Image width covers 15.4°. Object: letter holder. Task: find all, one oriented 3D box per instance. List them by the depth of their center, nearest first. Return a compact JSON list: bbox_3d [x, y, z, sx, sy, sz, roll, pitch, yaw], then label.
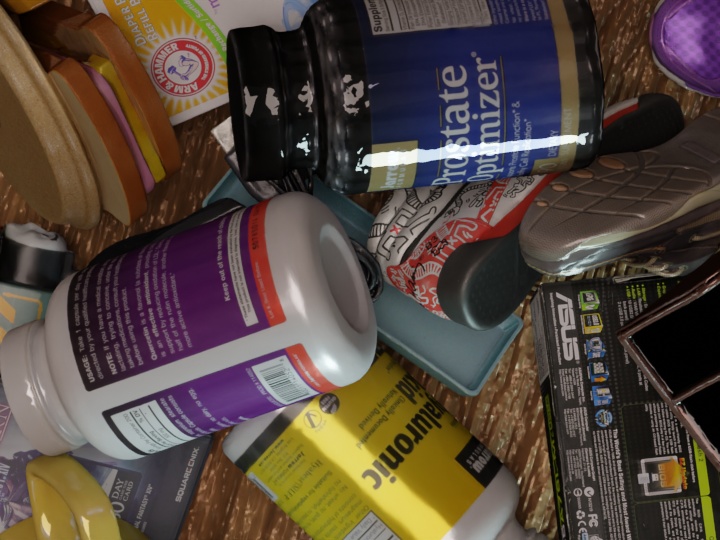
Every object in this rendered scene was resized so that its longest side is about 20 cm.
[{"bbox_3d":[0.264,0.003,1.476,0.200,0.142,0.101,-37,87,-19],"label":"letter holder"}]

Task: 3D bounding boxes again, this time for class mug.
[{"bbox_3d":[-0.160,0.222,1.533,0.149,0.153,0.187,-44,119,-8],"label":"mug"}]

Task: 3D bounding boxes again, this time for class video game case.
[{"bbox_3d":[-0.197,0.140,1.589,0.199,0.019,0.144,17,96,-31],"label":"video game case"}]

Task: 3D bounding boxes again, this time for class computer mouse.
[{"bbox_3d":[-0.098,0.006,1.569,0.199,0.053,0.139,-30,102,31],"label":"computer mouse"}]

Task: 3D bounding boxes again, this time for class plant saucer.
[{"bbox_3d":[0.000,0.000,1.600,0.199,0.019,0.070,35,53,2],"label":"plant saucer"}]

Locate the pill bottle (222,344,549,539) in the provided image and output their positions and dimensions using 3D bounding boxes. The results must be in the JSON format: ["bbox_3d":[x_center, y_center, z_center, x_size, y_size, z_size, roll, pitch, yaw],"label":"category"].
[{"bbox_3d":[0.024,0.132,1.575,0.200,0.111,0.111,43,96,1],"label":"pill bottle"}]

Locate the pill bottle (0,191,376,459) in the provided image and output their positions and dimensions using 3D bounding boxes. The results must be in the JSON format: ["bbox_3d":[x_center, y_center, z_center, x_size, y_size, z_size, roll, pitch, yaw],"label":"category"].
[{"bbox_3d":[-0.098,0.037,1.497,0.199,0.112,0.113,-19,91,16],"label":"pill bottle"}]

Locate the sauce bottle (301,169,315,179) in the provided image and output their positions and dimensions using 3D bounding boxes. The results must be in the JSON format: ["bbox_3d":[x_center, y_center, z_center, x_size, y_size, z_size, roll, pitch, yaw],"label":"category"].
[{"bbox_3d":[0.031,-0.125,1.585,0.199,0.066,0.066,-35,90,8],"label":"sauce bottle"}]

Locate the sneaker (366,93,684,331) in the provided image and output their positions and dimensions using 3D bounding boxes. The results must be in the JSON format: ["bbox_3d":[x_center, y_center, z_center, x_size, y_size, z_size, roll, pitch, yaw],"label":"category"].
[{"bbox_3d":[0.093,-0.051,1.578,0.201,0.108,0.067,-42,130,-23],"label":"sneaker"}]

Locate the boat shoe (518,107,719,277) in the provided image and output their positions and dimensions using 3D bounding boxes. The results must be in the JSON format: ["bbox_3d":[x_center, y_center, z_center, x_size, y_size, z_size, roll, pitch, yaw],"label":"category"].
[{"bbox_3d":[0.178,-0.030,1.534,0.199,0.074,0.074,-22,125,-27],"label":"boat shoe"}]

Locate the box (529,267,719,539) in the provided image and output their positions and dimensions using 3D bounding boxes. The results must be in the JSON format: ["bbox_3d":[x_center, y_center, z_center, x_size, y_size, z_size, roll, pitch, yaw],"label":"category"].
[{"bbox_3d":[0.206,0.098,1.553,0.192,0.048,0.202,-6,77,-7],"label":"box"}]

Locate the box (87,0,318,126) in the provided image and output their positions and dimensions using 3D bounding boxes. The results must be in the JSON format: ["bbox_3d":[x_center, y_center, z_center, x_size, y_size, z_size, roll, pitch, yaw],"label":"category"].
[{"bbox_3d":[-0.055,-0.182,1.551,0.199,0.102,0.113,-22,119,6],"label":"box"}]

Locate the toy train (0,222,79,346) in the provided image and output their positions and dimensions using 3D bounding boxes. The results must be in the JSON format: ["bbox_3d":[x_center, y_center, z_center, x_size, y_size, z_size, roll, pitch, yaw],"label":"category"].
[{"bbox_3d":[-0.239,0.060,1.614,0.113,0.085,0.201,12,93,-8],"label":"toy train"}]

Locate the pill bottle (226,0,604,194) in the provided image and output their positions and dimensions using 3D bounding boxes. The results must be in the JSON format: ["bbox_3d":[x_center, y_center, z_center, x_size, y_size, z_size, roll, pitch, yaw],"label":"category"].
[{"bbox_3d":[0.028,-0.102,1.484,0.198,0.112,0.113,-7,93,-8],"label":"pill bottle"}]

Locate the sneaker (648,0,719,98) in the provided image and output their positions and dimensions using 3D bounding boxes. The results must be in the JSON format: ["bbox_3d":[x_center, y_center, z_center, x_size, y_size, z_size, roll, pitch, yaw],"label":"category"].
[{"bbox_3d":[0.267,-0.132,1.551,0.199,0.088,0.081,9,95,6],"label":"sneaker"}]

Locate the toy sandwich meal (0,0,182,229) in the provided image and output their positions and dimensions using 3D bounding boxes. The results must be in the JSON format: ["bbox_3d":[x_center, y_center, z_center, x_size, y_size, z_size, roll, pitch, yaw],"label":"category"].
[{"bbox_3d":[-0.185,-0.112,1.550,0.070,0.205,0.206,-32,90,-17],"label":"toy sandwich meal"}]
